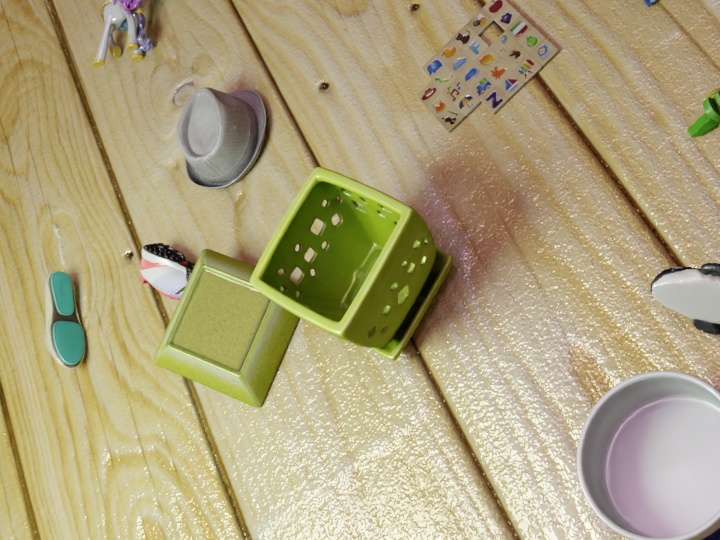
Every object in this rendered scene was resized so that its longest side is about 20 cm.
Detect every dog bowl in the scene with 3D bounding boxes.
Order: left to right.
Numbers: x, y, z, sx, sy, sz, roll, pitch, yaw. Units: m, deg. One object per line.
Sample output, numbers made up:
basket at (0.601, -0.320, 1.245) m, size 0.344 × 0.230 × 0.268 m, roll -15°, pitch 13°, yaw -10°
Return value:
dog bowl at (0.358, 0.224, 1.315) m, size 0.199 × 0.079 × 0.202 m, roll -15°, pitch 61°, yaw 28°

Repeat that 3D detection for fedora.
fedora at (-0.251, -0.240, 1.923) m, size 0.176 × 0.090 × 0.202 m, roll -14°, pitch 61°, yaw 27°

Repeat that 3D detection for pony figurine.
pony figurine at (-0.447, -0.506, 2.155) m, size 0.192 × 0.166 × 0.202 m, roll -14°, pitch 77°, yaw 36°

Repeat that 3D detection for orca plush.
orca plush at (0.455, 0.016, 1.355) m, size 0.199 × 0.106 × 0.071 m, roll -5°, pitch 35°, yaw 35°

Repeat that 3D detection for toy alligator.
toy alligator at (0.507, -0.229, 1.440) m, size 0.199 × 0.054 × 0.060 m, roll -25°, pitch 57°, yaw 22°

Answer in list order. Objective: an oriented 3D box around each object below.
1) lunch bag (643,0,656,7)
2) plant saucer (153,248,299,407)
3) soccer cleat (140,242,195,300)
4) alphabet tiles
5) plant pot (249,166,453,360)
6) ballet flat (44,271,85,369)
lunch bag at (0.404, -0.482, 1.532) m, size 0.150 × 0.200 × 0.095 m, roll -34°, pitch 54°, yaw 16°
plant saucer at (-0.206, 0.080, 1.734) m, size 0.198 × 0.048 × 0.201 m, roll 20°, pitch 80°, yaw 18°
soccer cleat at (-0.287, 0.023, 1.854) m, size 0.199 × 0.068 × 0.074 m, roll 27°, pitch 114°, yaw 31°
alphabet tiles at (0.182, -0.308, 1.723) m, size 0.200 × 0.008 × 0.168 m, roll -44°, pitch 52°, yaw 10°
plant pot at (0.000, 0.000, 1.590) m, size 0.198 × 0.181 × 0.201 m, roll 27°, pitch 85°, yaw 39°
ballet flat at (-0.522, 0.096, 1.974) m, size 0.069 × 0.069 × 0.201 m, roll -27°, pitch 54°, yaw 20°
